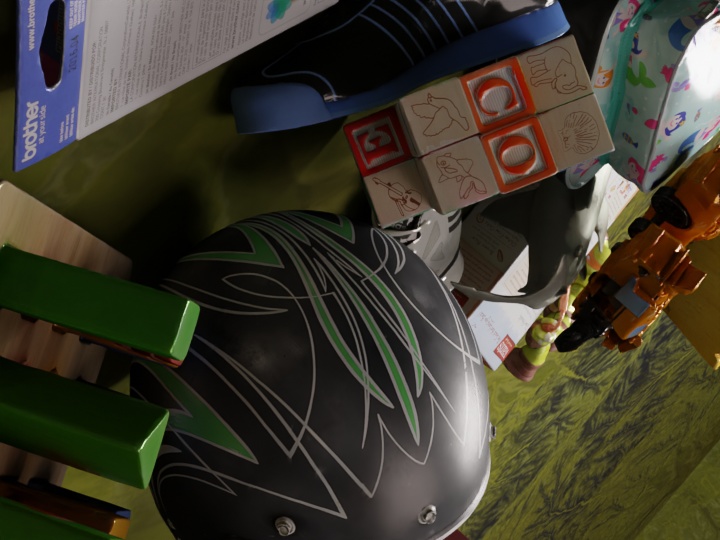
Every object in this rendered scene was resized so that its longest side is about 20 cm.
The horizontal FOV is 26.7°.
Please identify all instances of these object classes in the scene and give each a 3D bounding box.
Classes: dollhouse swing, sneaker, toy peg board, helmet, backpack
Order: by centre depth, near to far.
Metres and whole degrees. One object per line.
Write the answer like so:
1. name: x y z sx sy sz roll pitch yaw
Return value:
1. toy peg board: -0.125 0.084 0.645 0.199 0.097 0.202 54 53 -79
2. sneaker: 0.015 -0.131 0.781 0.199 0.070 0.078 -24 104 -24
3. helmet: -0.027 0.066 0.792 0.200 0.200 0.191 -38 172 -31
4. sneaker: 0.000 0.000 0.960 0.201 0.075 0.116 -46 151 -37
5. backpack: 0.187 -0.164 0.972 0.200 0.150 0.178 -45 157 -31
6. dollhouse swing: 0.447 -0.029 1.691 0.175 0.182 0.201 -11 138 -30

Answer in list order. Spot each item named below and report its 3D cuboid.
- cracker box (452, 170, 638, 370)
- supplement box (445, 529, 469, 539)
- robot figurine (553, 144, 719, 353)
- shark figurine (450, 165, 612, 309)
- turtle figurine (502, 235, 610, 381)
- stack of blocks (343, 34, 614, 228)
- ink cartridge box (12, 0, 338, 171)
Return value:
1. cracker box: 0.133 -0.029 1.182 0.200 0.058 0.134 -51 157 -5
2. supplement box: 0.084 0.405 1.567 0.197 0.200 0.133 -34 153 -38
3. robot figurine: 0.197 -0.003 1.023 0.145 0.058 0.200 -49 172 -17
4. shark figurine: 0.121 -0.027 1.057 0.129 0.089 0.215 82 26 -46
5. turtle figurine: 0.188 0.019 1.337 0.162 0.064 0.201 -60 -177 47
6. stack of blocks: 0.053 -0.069 0.788 0.114 0.059 0.200 -22 -176 1
7. ink cartridge box: -0.074 -0.132 0.623 0.200 0.042 0.120 -38 155 -39
